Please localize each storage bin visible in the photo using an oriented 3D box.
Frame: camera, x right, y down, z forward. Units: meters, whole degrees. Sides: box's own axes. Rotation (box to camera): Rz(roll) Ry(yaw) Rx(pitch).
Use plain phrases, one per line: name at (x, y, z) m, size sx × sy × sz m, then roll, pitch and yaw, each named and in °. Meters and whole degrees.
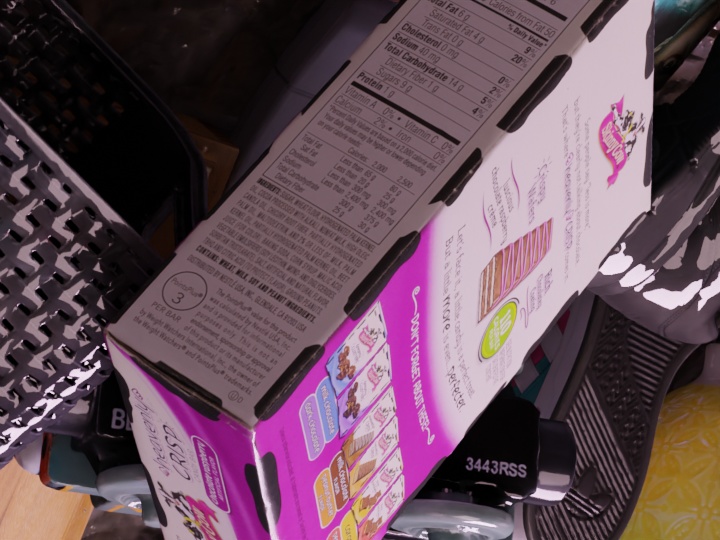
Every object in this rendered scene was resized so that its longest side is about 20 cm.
storage bin at (-0.145, -0.053, 0.796) m, size 0.094 × 0.135 × 0.200 m, roll -40°, pitch 112°, yaw 13°

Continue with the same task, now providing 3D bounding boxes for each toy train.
toy train at (-0.026, 0.060, 0.913) m, size 0.198 × 0.086 × 0.114 m, roll 9°, pitch 163°, yaw -19°

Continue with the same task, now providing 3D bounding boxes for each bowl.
bowl at (0.190, 0.090, 1.159) m, size 0.199 × 0.200 × 0.109 m, roll 6°, pitch 88°, yaw -32°

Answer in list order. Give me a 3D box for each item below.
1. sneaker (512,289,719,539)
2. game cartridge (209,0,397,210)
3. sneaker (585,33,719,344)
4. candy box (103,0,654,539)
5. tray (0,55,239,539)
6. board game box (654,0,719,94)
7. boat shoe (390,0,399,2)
sneaker at (0.084, 0.032, 1.087) m, size 0.084 × 0.120 × 0.201 m, roll 41°, pitch 67°, yaw -29°
game cartridge at (0.000, 0.000, 0.983) m, size 0.132 × 0.042 × 0.201 m, roll 18°, pitch 104°, yaw -21°
sneaker at (0.164, -0.051, 0.987) m, size 0.091 × 0.076 × 0.200 m, roll 36°, pitch 116°, yaw -28°
candy box at (0.013, -0.003, 0.802) m, size 0.200 × 0.061 × 0.137 m, roll -48°, pitch 155°, yaw -23°
tray at (-0.128, 0.029, 0.945) m, size 0.098 × 0.037 × 0.201 m, roll 17°, pitch 101°, yaw -30°
board game box at (0.107, -0.128, 0.917) m, size 0.135 × 0.028 × 0.200 m, roll -49°, pitch 159°, yaw 16°
boat shoe at (0.036, -0.165, 0.867) m, size 0.072 × 0.072 × 0.201 m, roll -14°, pitch 137°, yaw -26°
